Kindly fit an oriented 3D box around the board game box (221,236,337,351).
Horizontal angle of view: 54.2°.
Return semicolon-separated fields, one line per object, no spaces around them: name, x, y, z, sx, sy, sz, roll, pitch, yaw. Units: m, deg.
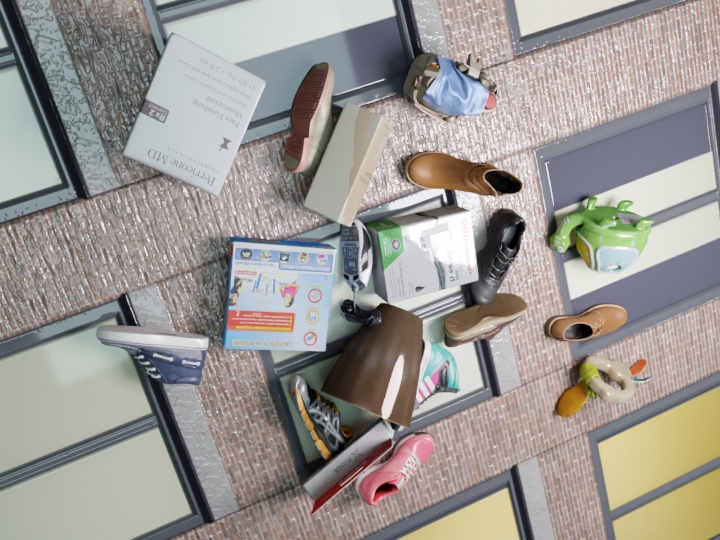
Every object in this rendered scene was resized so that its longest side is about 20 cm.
board game box;-0.153;0.046;1.317;0.196;0.056;0.200;4;101;-18

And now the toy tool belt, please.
toy tool belt;0.186;-0.334;1.303;0.196;0.123;0.127;14;98;-20

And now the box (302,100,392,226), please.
box;-0.022;-0.189;1.275;0.077;0.095;0.203;24;96;14

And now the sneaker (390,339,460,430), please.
sneaker;0.141;0.244;1.444;0.119;0.084;0.203;15;106;-20

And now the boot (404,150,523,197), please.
boot;0.194;-0.174;1.324;0.196;0.155;0.078;12;99;-19

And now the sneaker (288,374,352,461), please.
sneaker;-0.081;0.279;1.384;0.076;0.078;0.202;-29;119;-8

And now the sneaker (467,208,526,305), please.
sneaker;0.275;-0.025;1.417;0.075;0.091;0.204;16;97;-13

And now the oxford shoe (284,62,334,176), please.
oxford shoe;-0.081;-0.271;1.275;0.073;0.070;0.204;12;99;-45

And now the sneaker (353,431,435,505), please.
sneaker;0.082;0.419;1.457;0.199;0.087;0.074;-36;111;-7

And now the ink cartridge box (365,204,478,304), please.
ink cartridge box;0.122;-0.035;1.371;0.196;0.083;0.150;-14;107;-15

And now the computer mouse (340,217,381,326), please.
computer mouse;0.000;0.000;1.340;0.043;0.109;0.205;-4;95;-33

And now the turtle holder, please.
turtle holder;0.503;-0.064;1.456;0.182;0.141;0.134;-10;122;-24

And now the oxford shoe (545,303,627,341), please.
oxford shoe;0.507;0.123;1.535;0.196;0.071;0.073;-12;104;-16

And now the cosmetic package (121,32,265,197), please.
cosmetic package;-0.275;-0.252;1.154;0.162;0.165;0.203;22;95;-19

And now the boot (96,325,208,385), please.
boot;-0.374;0.155;1.261;0.196;0.073;0.092;9;94;-20

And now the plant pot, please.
plant pot;0.043;0.173;1.356;0.185;0.186;0.203;25;80;-21

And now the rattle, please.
rattle;0.557;0.270;1.586;0.198;0.129;0.146;-6;117;-43

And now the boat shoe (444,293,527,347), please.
boat shoe;0.257;0.109;1.463;0.197;0.072;0.073;-21;139;-23

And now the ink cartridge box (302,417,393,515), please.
ink cartridge box;-0.023;0.370;1.358;0.199;0.176;0.045;-40;84;-1
